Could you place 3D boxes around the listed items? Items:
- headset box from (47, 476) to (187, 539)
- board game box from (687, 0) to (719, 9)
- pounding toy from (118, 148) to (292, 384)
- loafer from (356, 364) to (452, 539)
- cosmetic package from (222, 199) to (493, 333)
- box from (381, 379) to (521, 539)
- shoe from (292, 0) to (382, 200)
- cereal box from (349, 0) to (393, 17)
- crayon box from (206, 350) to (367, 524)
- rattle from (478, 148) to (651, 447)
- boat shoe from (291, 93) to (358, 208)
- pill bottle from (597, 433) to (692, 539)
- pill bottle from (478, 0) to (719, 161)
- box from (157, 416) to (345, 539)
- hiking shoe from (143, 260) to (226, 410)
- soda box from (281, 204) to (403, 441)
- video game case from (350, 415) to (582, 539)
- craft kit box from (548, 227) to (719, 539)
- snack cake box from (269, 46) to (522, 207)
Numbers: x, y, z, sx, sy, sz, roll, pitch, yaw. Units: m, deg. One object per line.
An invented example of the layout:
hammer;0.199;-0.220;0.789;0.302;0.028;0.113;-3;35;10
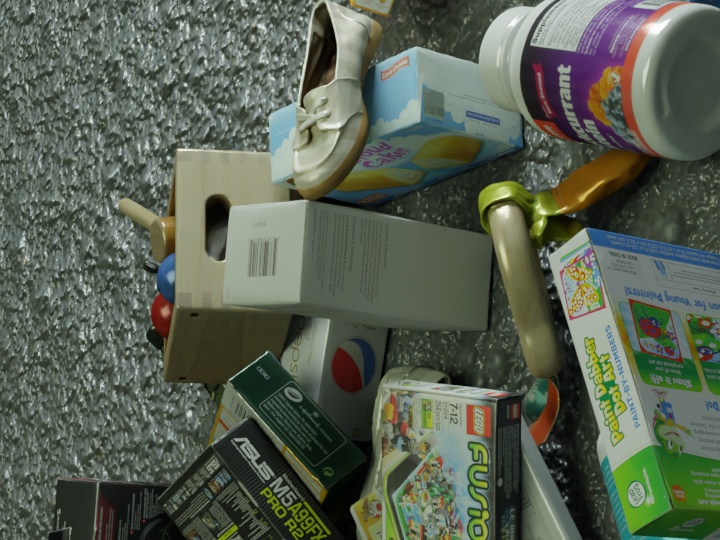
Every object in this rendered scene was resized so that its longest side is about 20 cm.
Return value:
headset box;-0.198;0.267;1.765;0.077;0.199;0.149;-3;82;51
board game box;0.285;-0.321;1.377;0.200;0.056;0.196;-43;51;38
pounding toy;-0.142;-0.015;1.731;0.184;0.142;0.201;109;160;-61
loafer;0.042;0.177;1.582;0.070;0.070;0.201;-3;83;55
cosmetic package;0.000;0.000;1.563;0.107;0.200;0.085;-3;82;49
box;0.068;0.188;1.468;0.110;0.035;0.201;4;96;39
shoe;-0.029;-0.137;1.528;0.070;0.053;0.200;-27;36;35
cereal box;0.036;-0.332;1.655;0.144;0.039;0.201;-97;25;-65
crayon box;-0.071;0.169;1.662;0.126;0.052;0.200;47;151;14
rattle;0.170;0.020;1.481;0.130;0.142;0.201;130;125;-79
boat shoe;-0.042;-0.111;1.742;0.068;0.072;0.201;1;84;51
pill bottle;0.226;0.155;1.317;0.111;0.111;0.201;-38;56;42
pill bottle;0.181;-0.148;1.431;0.200;0.111;0.112;17;96;52
box;-0.089;0.223;1.649;0.160;0.044;0.200;51;153;5
hiking shoe;-0.150;0.077;1.810;0.076;0.100;0.201;111;150;-50
soda box;-0.019;0.045;1.685;0.064;0.068;0.201;10;91;53
video game case;0.096;0.233;1.487;0.182;0.023;0.201;-36;72;35
craft kit box;0.229;0.079;1.257;0.049;0.199;0.198;-42;51;39
snack cake box;0.027;-0.117;1.620;0.200;0.115;0.067;-19;68;49
